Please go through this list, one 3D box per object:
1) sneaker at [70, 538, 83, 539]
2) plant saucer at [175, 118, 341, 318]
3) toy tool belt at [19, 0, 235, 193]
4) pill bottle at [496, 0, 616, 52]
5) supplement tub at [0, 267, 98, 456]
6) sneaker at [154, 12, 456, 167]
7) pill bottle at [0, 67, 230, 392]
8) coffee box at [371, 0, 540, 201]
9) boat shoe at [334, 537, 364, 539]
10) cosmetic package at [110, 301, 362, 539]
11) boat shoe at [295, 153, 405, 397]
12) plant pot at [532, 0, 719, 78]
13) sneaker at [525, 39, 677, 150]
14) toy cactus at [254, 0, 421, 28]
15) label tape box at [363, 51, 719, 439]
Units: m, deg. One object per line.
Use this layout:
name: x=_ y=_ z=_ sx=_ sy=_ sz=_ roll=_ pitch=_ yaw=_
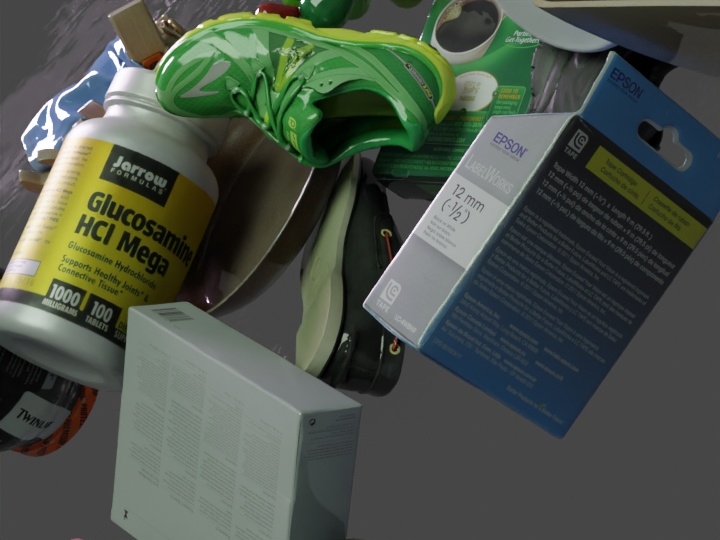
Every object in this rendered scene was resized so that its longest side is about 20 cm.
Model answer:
sneaker: x=-0.147 y=0.234 z=1.701 sx=0.200 sy=0.074 sz=0.088 roll=18 pitch=72 yaw=43
plant saucer: x=-0.068 y=-0.049 z=1.804 sx=0.200 sy=0.032 sz=0.200 roll=-45 pitch=27 yaw=31
toy tool belt: x=-0.188 y=-0.099 z=1.914 sx=0.200 sy=0.123 sz=0.125 roll=-45 pitch=42 yaw=14
pill bottle: x=0.164 y=-0.237 z=1.639 sx=0.113 sy=0.113 sz=0.200 roll=1 pitch=43 yaw=44
supplement tub: x=-0.281 y=0.049 z=1.852 sx=0.122 sy=0.200 sz=0.123 roll=-23 pitch=51 yaw=33
sneaker: x=-0.041 y=-0.113 z=1.697 sx=0.199 sy=0.074 sz=0.084 roll=3 pitch=46 yaw=18
pill bottle: x=-0.163 y=-0.029 z=1.795 sx=0.112 sy=0.112 sz=0.200 roll=7 pitch=69 yaw=46
coffee box: x=0.093 y=-0.141 z=1.729 sx=0.123 sy=0.044 sz=0.200 roll=4 pitch=69 yaw=44
boat shoe: x=0.042 y=0.205 z=1.544 sx=0.070 sy=0.066 sz=0.200 roll=-57 pitch=41 yaw=0
cosmetic package: x=-0.082 y=0.122 z=1.678 sx=0.200 sy=0.052 sz=0.151 roll=29 pitch=116 yaw=49
boat shoe: x=-0.001 y=0.002 z=1.721 sx=0.202 sy=0.063 sz=0.074 roll=-88 pitch=22 yaw=-47
plant pot: x=0.249 y=-0.197 z=1.511 sx=0.199 sy=0.177 sz=0.200 roll=5 pitch=70 yaw=46
sneaker: x=0.134 y=-0.073 z=1.628 sx=0.091 sy=0.076 sz=0.200 roll=8 pitch=73 yaw=42
toy cactus: x=0.003 y=-0.213 z=1.757 sx=0.200 sy=0.102 sz=0.165 roll=-37 pitch=-5 yaw=-17
label tape box: x=0.115 y=-0.020 z=1.555 sx=0.200 sy=0.143 sz=0.066 roll=-57 pitch=41 yaw=1
